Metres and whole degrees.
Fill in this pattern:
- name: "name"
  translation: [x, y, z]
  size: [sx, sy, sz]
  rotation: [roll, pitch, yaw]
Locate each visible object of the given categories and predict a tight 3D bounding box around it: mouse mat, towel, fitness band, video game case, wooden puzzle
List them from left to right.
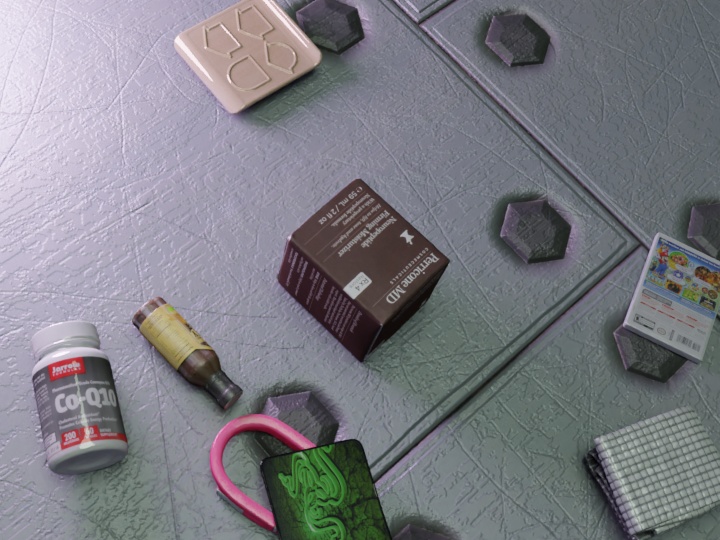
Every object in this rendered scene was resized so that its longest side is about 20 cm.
- name: "wooden puzzle"
  translation: [-0.198, -0.381, 1.932]
  size: [0.200, 0.046, 0.185]
  rotation: [-36, 76, -19]
- name: "fitness band"
  translation: [-0.130, 0.300, 1.620]
  size: [0.200, 0.037, 0.144]
  rotation: [35, 63, 5]
- name: "mouse mat"
  translation: [-0.047, 0.348, 1.586]
  size: [0.161, 0.008, 0.200]
  rotation: [-10, 61, -18]
- name: "towel"
  translation: [0.463, 0.318, 1.705]
  size: [0.200, 0.086, 0.166]
  rotation: [-17, 71, -20]
- name: "video game case"
  translation: [0.547, 0.045, 1.887]
  size: [0.143, 0.018, 0.200]
  rotation: [26, 63, 2]

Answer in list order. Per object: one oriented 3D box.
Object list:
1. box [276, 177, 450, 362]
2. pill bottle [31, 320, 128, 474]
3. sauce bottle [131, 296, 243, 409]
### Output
- name: "box"
  translation: [0.000, 0.000, 1.717]
  size: [0.200, 0.164, 0.166]
  rotation: [42, 64, 10]
- name: "pill bottle"
  translation: [-0.409, 0.181, 1.577]
  size: [0.114, 0.114, 0.200]
  rotation: [-12, 68, -16]
- name: "sauce bottle"
  translation: [-0.260, 0.128, 1.663]
  size: [0.200, 0.065, 0.065]
  rotation: [45, 65, 9]
